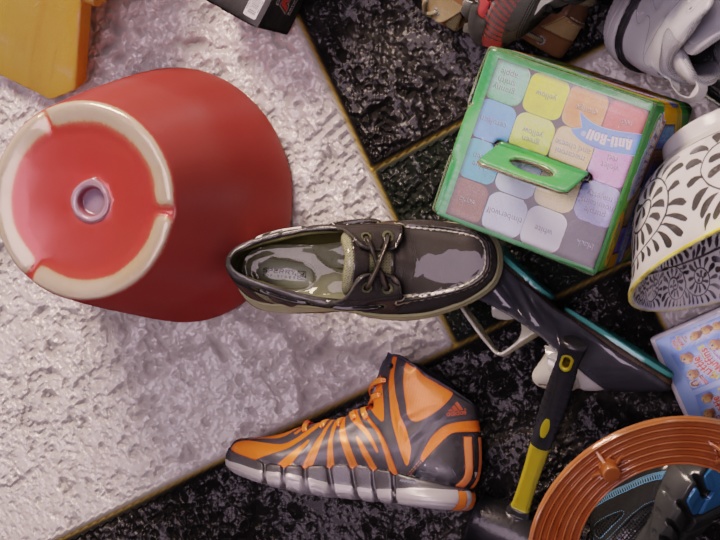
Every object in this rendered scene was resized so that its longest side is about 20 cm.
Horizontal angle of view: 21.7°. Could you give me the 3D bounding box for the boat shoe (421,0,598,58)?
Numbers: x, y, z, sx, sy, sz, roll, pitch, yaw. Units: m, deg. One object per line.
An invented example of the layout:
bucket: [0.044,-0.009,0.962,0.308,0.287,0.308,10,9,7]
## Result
boat shoe: [0.072,-0.212,1.363,0.200,0.076,0.074,24,103,16]

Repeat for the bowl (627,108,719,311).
bowl: [0.259,-0.054,1.260,0.200,0.201,0.094,-25,72,17]

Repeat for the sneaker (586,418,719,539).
sneaker: [0.195,0.202,1.361,0.082,0.073,0.200,41,111,41]

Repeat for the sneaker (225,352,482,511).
sneaker: [-0.002,0.116,1.414,0.200,0.078,0.112,4,84,17]

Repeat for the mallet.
mallet: [0.119,0.128,1.351,0.066,0.041,0.200,16,122,17]

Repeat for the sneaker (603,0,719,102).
sneaker: [0.250,-0.209,1.279,0.075,0.115,0.200,21,108,-29]

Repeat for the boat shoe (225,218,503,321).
boat shoe: [-0.001,-0.001,1.343,0.200,0.066,0.072,-2,84,16]

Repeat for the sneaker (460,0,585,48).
sneaker: [0.153,-0.211,1.264,0.098,0.071,0.200,47,116,6]

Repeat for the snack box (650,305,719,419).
snack box: [0.281,0.125,1.341,0.072,0.024,0.200,-25,86,19]

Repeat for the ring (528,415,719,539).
ring: [0.214,0.193,1.296,0.200,0.019,0.201,-3,113,-7]

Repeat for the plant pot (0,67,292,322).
plant pot: [-0.168,-0.054,1.394,0.200,0.177,0.201,1,94,17]

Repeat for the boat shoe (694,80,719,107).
boat shoe: [0.320,-0.123,1.292,0.199,0.066,0.075,23,101,15]

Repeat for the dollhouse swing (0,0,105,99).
dollhouse swing: [-0.252,-0.273,1.483,0.200,0.176,0.182,26,59,15]

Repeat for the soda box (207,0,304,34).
soda box: [-0.046,-0.279,1.397,0.063,0.071,0.200,31,102,15]

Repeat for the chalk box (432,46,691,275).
chalk box: [0.136,-0.077,1.283,0.124,0.200,0.124,22,100,15]

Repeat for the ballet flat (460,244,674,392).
ballet flat: [0.132,0.044,1.361,0.200,0.073,0.073,38,103,19]
